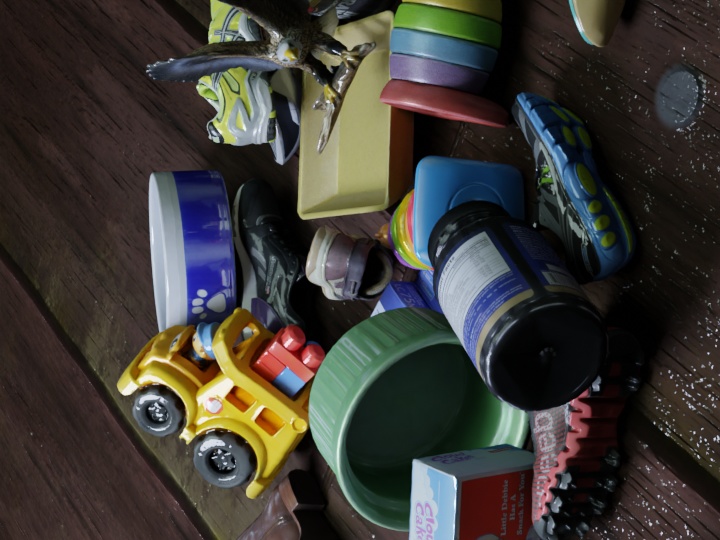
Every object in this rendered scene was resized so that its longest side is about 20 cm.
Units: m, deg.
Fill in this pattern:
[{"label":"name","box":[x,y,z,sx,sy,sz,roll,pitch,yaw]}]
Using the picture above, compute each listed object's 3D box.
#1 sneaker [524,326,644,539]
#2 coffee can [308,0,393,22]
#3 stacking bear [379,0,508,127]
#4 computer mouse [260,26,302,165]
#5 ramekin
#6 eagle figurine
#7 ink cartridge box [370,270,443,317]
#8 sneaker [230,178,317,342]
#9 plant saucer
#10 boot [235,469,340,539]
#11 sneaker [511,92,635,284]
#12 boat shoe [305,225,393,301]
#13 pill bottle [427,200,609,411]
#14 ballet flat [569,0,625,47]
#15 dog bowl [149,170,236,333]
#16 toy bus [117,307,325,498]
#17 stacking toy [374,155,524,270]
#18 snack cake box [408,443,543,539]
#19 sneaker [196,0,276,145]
[{"label":"sneaker","box":[0.182,0.138,1.513,0.098,0.071,0.201,24,104,52]},{"label":"coffee can","box":[-0.070,-0.343,1.791,0.146,0.200,0.147,-8,81,54]},{"label":"stacking bear","box":[0.091,-0.249,1.648,0.121,0.114,0.200,16,96,53]},{"label":"computer mouse","box":[-0.085,-0.212,1.896,0.110,0.044,0.200,-115,17,-56]},{"label":"ramekin","box":[0.049,0.131,1.596,0.098,0.200,0.200,41,119,56]},{"label":"eagle figurine","box":[-0.092,-0.230,1.697,0.151,0.200,0.152,144,145,-66]},{"label":"ink cartridge box","box":[0.040,0.099,1.738,0.119,0.042,0.200,55,128,40]},{"label":"sneaker","box":[-0.084,-0.009,1.907,0.087,0.076,0.200,-15,77,35]},{"label":"plant saucer","box":[0.002,-0.155,1.789,0.200,0.048,0.200,-2,86,62]},{"label":"boot","box":[-0.094,0.344,1.875,0.200,0.064,0.187,-52,35,33]},{"label":"sneaker","box":[0.175,-0.076,1.541,0.083,0.071,0.200,-41,58,37]},{"label":"boat shoe","box":[0.000,0.000,1.705,0.065,0.200,0.072,20,86,16]},{"label":"pill bottle","box":[0.127,0.023,1.481,0.112,0.112,0.200,-67,26,24]},{"label":"ballet flat","box":[0.212,-0.299,1.519,0.063,0.069,0.200,-16,75,38]},{"label":"dog bowl","box":[-0.193,-0.014,1.967,0.200,0.079,0.200,176,90,-79]},{"label":"toy bus","box":[-0.128,0.111,1.829,0.200,0.136,0.192,38,122,-3]},{"label":"stacking toy","box":[0.066,-0.040,1.677,0.200,0.116,0.110,167,107,-64]},{"label":"snack cake box","box":[0.105,0.265,1.551,0.067,0.115,0.200,16,106,53]},{"label":"sneaker","box":[-0.142,-0.226,1.851,0.075,0.076,0.200,93,165,-63]}]
